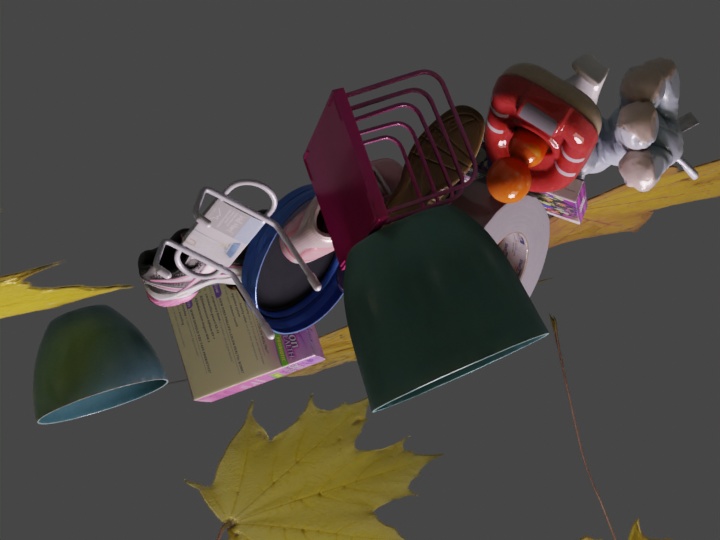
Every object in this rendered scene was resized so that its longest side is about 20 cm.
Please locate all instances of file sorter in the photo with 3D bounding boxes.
[{"bbox_3d":[0.030,-0.108,1.270,0.123,0.141,0.200,-18,170,-15],"label":"file sorter"}]

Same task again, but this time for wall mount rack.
[{"bbox_3d":[-0.143,-0.012,1.395,0.172,0.075,0.200,28,136,-19],"label":"wall mount rack"}]

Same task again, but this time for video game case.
[{"bbox_3d":[0.209,-0.119,1.558,0.179,0.036,0.200,21,179,13],"label":"video game case"}]

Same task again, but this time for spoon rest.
[{"bbox_3d":[0.249,-0.192,1.419,0.061,0.099,0.201,-43,170,-27],"label":"spoon rest"}]

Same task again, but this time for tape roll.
[{"bbox_3d":[0.154,-0.011,1.477,0.066,0.204,0.199,27,-160,33],"label":"tape roll"}]

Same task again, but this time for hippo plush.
[{"bbox_3d":[0.325,-0.187,1.513,0.159,0.163,0.199,4,-168,34],"label":"hippo plush"}]

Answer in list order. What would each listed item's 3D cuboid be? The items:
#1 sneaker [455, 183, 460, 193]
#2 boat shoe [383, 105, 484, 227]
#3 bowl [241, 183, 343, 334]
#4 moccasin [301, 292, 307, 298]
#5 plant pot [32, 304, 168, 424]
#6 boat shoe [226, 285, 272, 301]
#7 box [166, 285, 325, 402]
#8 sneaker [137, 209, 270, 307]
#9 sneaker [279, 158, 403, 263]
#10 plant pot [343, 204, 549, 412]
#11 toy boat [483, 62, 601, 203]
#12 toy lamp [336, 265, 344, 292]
[{"bbox_3d":[0.125,-0.044,1.555,0.070,0.203,0.082,14,-144,36],"label":"sneaker"},{"bbox_3d":[0.080,-0.112,1.418,0.201,0.073,0.065,-55,-178,15],"label":"boat shoe"},{"bbox_3d":[-0.074,-0.017,1.517,0.199,0.039,0.203,-33,138,-35],"label":"bowl"},{"bbox_3d":[-0.060,-0.013,1.678,0.078,0.074,0.201,-41,-178,30],"label":"moccasin"},{"bbox_3d":[-0.397,0.130,1.749,0.197,0.137,0.200,-18,170,-3],"label":"plant pot"},{"bbox_3d":[-0.148,-0.003,1.617,0.064,0.073,0.200,-28,-166,-14],"label":"boat shoe"},{"bbox_3d":[-0.177,0.082,1.796,0.197,0.179,0.097,-20,170,6],"label":"box"},{"bbox_3d":[-0.191,-0.023,1.499,0.198,0.081,0.087,-29,149,-3],"label":"sneaker"},{"bbox_3d":[-0.002,-0.081,1.424,0.199,0.076,0.104,-35,180,-29],"label":"sneaker"},{"bbox_3d":[0.072,0.031,1.216,0.198,0.163,0.201,-23,172,-3],"label":"plant pot"},{"bbox_3d":[0.188,-0.135,1.341,0.132,0.129,0.200,-57,171,-10],"label":"toy boat"},{"bbox_3d":[0.000,0.000,1.472,0.057,0.059,0.200,-18,175,-7],"label":"toy lamp"}]
